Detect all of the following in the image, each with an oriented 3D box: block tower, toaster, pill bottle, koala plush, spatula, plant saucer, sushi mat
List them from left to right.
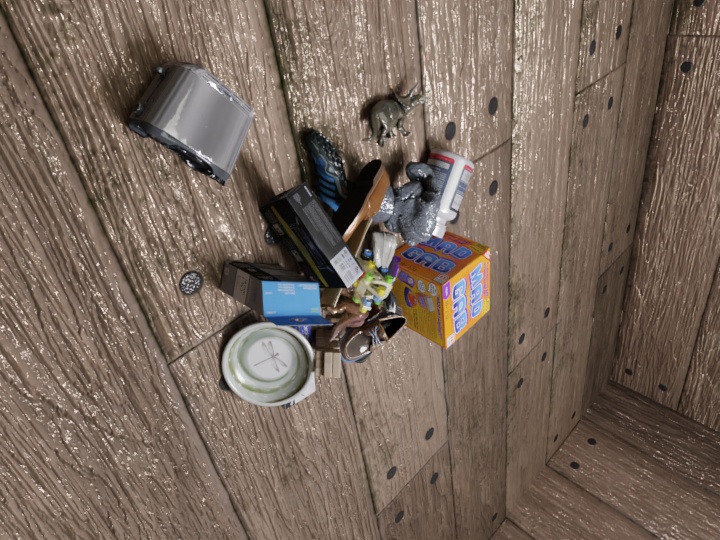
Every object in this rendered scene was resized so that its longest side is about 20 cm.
[{"bbox_3d":[-0.257,-0.236,0.841,0.199,0.112,0.132,31,83,-47],"label":"toaster"},{"bbox_3d":[-0.193,0.191,1.117,0.194,0.050,0.206,-2,112,-5],"label":"plant saucer"},{"bbox_3d":[-0.076,0.181,1.183,0.052,0.200,0.060,3,96,-6],"label":"block tower"},{"bbox_3d":[-0.033,-0.016,1.103,0.012,0.095,0.204,27,77,-19],"label":"sushi mat"},{"bbox_3d":[0.066,-0.155,1.198,0.195,0.186,0.180,13,124,-21],"label":"koala plush"},{"bbox_3d":[0.073,0.034,1.258,0.201,0.020,0.058,-75,-175,-60],"label":"spatula"},{"bbox_3d":[0.202,-0.195,1.345,0.118,0.118,0.205,14,99,-48],"label":"pill bottle"}]

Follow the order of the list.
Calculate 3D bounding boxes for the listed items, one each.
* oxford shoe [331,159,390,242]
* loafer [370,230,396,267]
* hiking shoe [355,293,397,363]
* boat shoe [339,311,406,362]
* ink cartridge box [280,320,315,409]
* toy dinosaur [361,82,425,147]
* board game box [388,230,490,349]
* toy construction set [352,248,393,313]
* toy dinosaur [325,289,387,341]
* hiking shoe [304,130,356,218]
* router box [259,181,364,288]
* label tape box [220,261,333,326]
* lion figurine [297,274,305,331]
[{"bbox_3d":[0.005,-0.124,1.056,0.071,0.070,0.202,48,67,-39],"label":"oxford shoe"},{"bbox_3d":[0.032,-0.002,1.304,0.068,0.070,0.205,10,109,-13],"label":"loafer"},{"bbox_3d":[0.034,0.145,1.338,0.204,0.074,0.101,-61,168,-4],"label":"hiking shoe"},{"bbox_3d":[0.031,0.150,1.253,0.198,0.072,0.074,-33,99,-35],"label":"boat shoe"},{"bbox_3d":[-0.157,0.210,1.211,0.093,0.044,0.205,-25,125,-38],"label":"ink cartridge box"},{"bbox_3d":[0.057,-0.339,1.172,0.197,0.076,0.105,-30,116,-28],"label":"toy dinosaur"},{"bbox_3d":[0.209,0.038,1.400,0.198,0.198,0.204,-33,131,-31],"label":"board game box"},{"bbox_3d":[0.000,0.000,1.194,0.129,0.203,0.092,-9,150,-48],"label":"toy construction set"},{"bbox_3d":[-0.009,0.096,1.219,0.201,0.132,0.088,-60,166,-60],"label":"toy dinosaur"},{"bbox_3d":[-0.069,-0.188,1.091,0.202,0.085,0.075,57,22,-24],"label":"hiking shoe"},{"bbox_3d":[-0.097,-0.059,1.010,0.052,0.156,0.202,-41,108,-24],"label":"router box"},{"bbox_3d":[-0.157,0.042,1.012,0.142,0.197,0.065,4,103,-47],"label":"label tape box"},{"bbox_3d":[-0.107,0.021,1.136,0.123,0.071,0.204,67,41,-61],"label":"lion figurine"}]
